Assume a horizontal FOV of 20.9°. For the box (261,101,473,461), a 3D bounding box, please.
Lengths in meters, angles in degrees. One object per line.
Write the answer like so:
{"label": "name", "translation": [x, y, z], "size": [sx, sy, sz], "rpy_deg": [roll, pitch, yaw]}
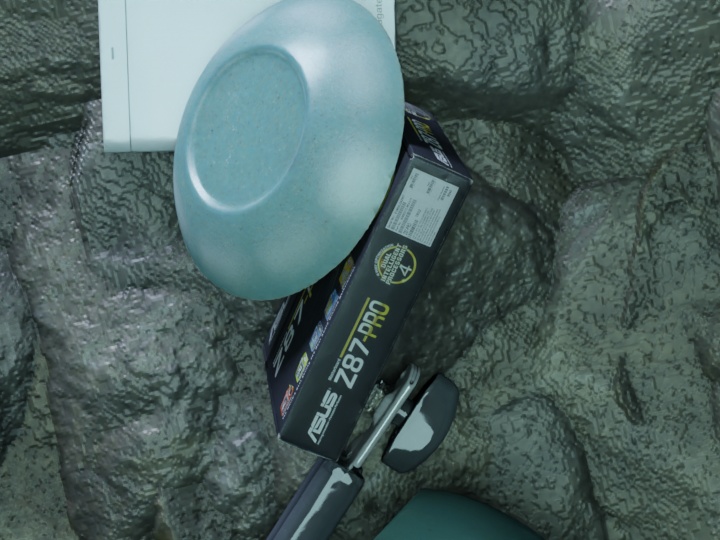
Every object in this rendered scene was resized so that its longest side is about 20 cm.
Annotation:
{"label": "box", "translation": [0.000, 0.000, 1.251], "size": [0.049, 0.161, 0.201], "rpy_deg": [22, 106, -12]}

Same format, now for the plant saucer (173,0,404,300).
{"label": "plant saucer", "translation": [-0.059, -0.083, 1.221], "size": [0.039, 0.201, 0.202], "rpy_deg": [17, 99, -46]}

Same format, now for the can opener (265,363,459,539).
{"label": "can opener", "translation": [-0.008, 0.150, 1.337], "size": [0.066, 0.053, 0.200], "rpy_deg": [36, 96, -6]}

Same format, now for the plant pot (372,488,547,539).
{"label": "plant pot", "translation": [0.058, 0.242, 1.286], "size": [0.161, 0.201, 0.201], "rpy_deg": [42, 95, 8]}

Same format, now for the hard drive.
{"label": "hard drive", "translation": [-0.075, -0.148, 1.312], "size": [0.198, 0.027, 0.133], "rpy_deg": [-1, 98, -1]}
